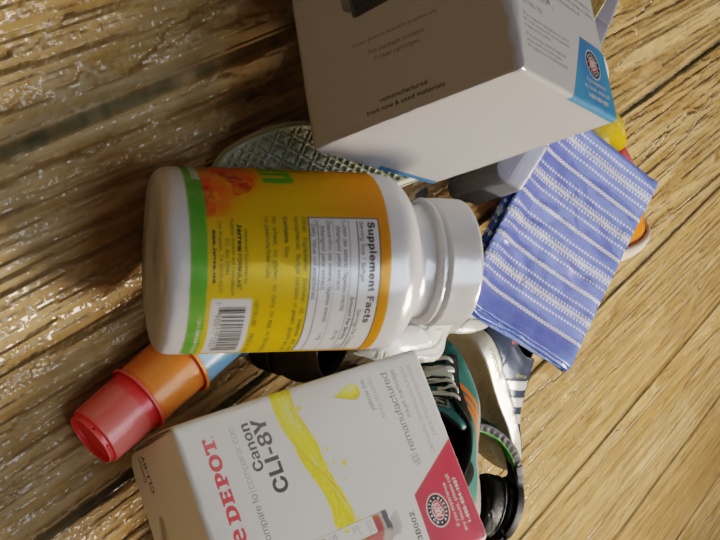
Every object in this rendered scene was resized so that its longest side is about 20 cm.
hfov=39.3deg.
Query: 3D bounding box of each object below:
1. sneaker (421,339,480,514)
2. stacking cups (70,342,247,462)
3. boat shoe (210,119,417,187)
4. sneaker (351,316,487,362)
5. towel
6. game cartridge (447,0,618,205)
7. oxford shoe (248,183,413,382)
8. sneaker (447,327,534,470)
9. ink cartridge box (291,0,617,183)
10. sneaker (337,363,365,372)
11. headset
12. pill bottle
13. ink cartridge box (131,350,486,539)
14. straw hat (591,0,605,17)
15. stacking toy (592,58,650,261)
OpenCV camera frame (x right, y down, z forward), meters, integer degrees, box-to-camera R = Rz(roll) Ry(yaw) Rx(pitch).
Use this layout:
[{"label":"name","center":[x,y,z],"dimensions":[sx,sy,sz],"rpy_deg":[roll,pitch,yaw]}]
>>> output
[{"label":"sneaker","center":[0.069,0.122,0.865],"dimensions":[0.080,0.071,0.201],"rpy_deg":[78,5,-45]},{"label":"stacking cups","center":[-0.101,0.048,0.670],"dimensions":[0.200,0.060,0.061],"rpy_deg":[-46,138,-33]},{"label":"boat shoe","center":[-0.021,-0.075,0.722],"dimensions":[0.199,0.062,0.075],"rpy_deg":[-20,98,-32]},{"label":"sneaker","center":[0.052,0.017,0.876],"dimensions":[0.200,0.077,0.100],"rpy_deg":[-25,117,-56]},{"label":"towel","center":[0.177,-0.026,0.886],"dimensions":[0.144,0.024,0.201],"rpy_deg":[31,81,-27]},{"label":"game cartridge","center":[0.150,-0.154,0.879],"dimensions":[0.040,0.133,0.201],"rpy_deg":[31,78,-15]},{"label":"oxford shoe","center":[0.000,0.000,0.774],"dimensions":[0.073,0.084,0.201],"rpy_deg":[46,66,-50]},{"label":"sneaker","center":[0.149,0.119,1.045],"dimensions":[0.084,0.075,0.201],"rpy_deg":[-40,135,-31]},{"label":"ink cartridge box","center":[0.053,-0.180,0.642],"dimensions":[0.146,0.145,0.202],"rpy_deg":[8,69,-55]},{"label":"sneaker","center":[0.001,0.179,0.821],"dimensions":[0.087,0.077,0.201],"rpy_deg":[86,13,-48]},{"label":"headset","center":[0.109,0.247,0.994],"dimensions":[0.123,0.094,0.202],"rpy_deg":[-10,102,-13]},{"label":"pill bottle","center":[-0.030,-0.006,0.627],"dimensions":[0.199,0.111,0.112],"rpy_deg":[0,108,-20]},{"label":"ink cartridge box","center":[-0.033,0.154,0.683],"dimensions":[0.199,0.083,0.146],"rpy_deg":[-14,78,-35]},{"label":"straw hat","center":[0.133,-0.231,0.844],"dimensions":[0.085,0.201,0.202],"rpy_deg":[30,76,-11]},{"label":"stacking toy","center":[0.208,-0.116,0.961],"dimensions":[0.146,0.145,0.201],"rpy_deg":[-28,125,-45]}]
